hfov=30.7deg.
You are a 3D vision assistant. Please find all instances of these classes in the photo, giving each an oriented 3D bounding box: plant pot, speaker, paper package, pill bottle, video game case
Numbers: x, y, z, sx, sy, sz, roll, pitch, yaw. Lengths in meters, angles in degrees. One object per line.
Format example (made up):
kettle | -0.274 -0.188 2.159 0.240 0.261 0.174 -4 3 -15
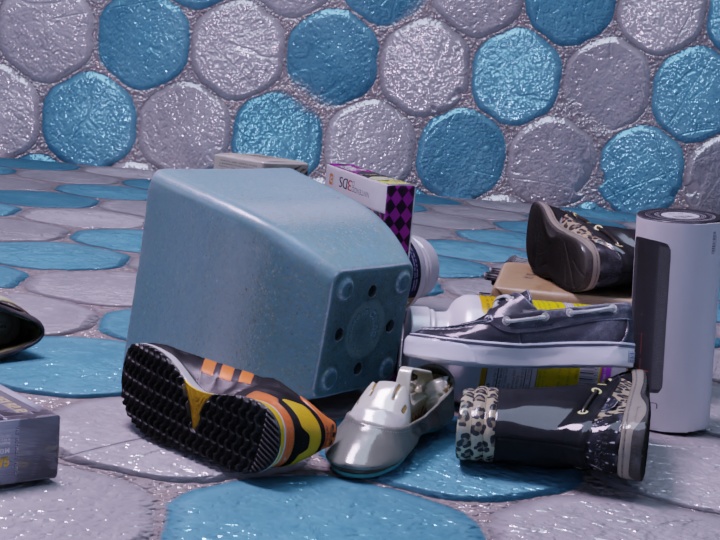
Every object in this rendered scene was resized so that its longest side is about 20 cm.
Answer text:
plant pot | -0.069 0.024 1.202 0.200 0.197 0.196 20 16 37
speaker | 0.291 0.047 1.220 0.081 0.200 0.081 1 13 0
paper package | 0.230 0.060 1.404 0.190 0.104 0.200 5 10 7
pill bottle | 0.142 0.078 1.236 0.199 0.105 0.104 5 9 -4
pill bottle | 0.010 0.003 1.590 0.111 0.111 0.200 12 11 34
video game case | 0.000 0.000 1.329 0.036 0.200 0.181 2 11 -20

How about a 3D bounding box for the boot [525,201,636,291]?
boot | 0.265 -0.024 1.386 0.150 0.073 0.200 1 13 -11

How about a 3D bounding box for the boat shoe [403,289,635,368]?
boat shoe | 0.137 0.050 1.142 0.199 0.068 0.072 0 -6 9

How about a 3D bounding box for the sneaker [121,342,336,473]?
sneaker | -0.106 0.108 1.036 0.200 0.070 0.090 19 10 42

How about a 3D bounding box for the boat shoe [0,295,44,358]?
boat shoe | -0.373 0.050 1.190 0.065 0.073 0.200 5 8 33

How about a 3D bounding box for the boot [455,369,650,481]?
boot | 0.162 0.120 1.098 0.153 0.074 0.204 4 7 9

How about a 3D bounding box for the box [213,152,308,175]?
box | -0.112 -0.020 1.379 0.082 0.200 0.068 15 13 41

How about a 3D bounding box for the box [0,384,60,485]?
box | -0.332 0.108 0.936 0.158 0.048 0.200 -2 11 -42

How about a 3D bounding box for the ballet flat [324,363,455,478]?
ballet flat | 0.025 0.114 1.071 0.067 0.064 0.200 9 10 22

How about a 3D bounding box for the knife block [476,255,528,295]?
knife block | 0.243 0.058 1.605 0.200 0.175 0.064 52 17 2
